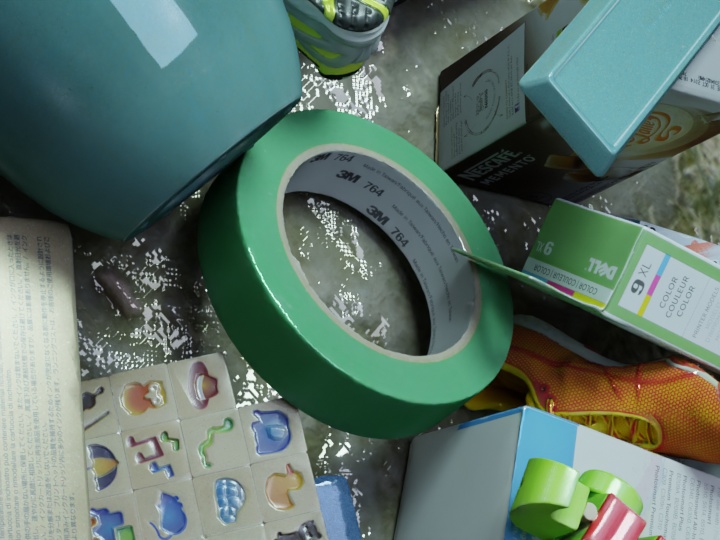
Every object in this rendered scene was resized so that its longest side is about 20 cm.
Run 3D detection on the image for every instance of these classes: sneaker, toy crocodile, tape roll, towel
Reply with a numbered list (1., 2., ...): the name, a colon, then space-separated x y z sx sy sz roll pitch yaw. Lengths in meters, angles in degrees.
1. sneaker: -0.063 -0.189 0.972 0.075 0.077 0.200 -27 65 -28
2. toy crocodile: 0.155 0.171 0.899 0.200 0.062 0.068 45 61 -13
3. tape roll: 0.000 0.000 0.982 0.200 0.048 0.201 24 46 -27
4. towel: -0.042 0.221 0.923 0.111 0.049 0.202 -3 75 -21
5. sneaker: 0.147 0.088 1.009 0.077 0.199 0.073 -45 132 -34

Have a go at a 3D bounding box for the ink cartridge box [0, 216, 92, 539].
1. ink cartridge box: -0.227 0.074 0.839 0.164 0.075 0.202 4 69 -29

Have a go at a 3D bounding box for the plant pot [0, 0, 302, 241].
1. plant pot: -0.126 -0.115 0.879 0.200 0.200 0.161 -41 93 -32

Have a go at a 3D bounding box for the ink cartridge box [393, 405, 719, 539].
1. ink cartridge box: 0.134 0.178 0.996 0.199 0.128 0.126 22 66 -23

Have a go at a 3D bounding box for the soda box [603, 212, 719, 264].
1. soda box: 0.241 0.015 1.134 0.199 0.068 0.064 15 92 -26

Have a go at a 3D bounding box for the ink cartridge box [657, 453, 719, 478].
1. ink cartridge box: 0.298 0.131 1.066 0.143 0.200 0.084 13 66 -27

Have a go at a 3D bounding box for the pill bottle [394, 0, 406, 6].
1. pill bottle: 0.028 -0.234 1.066 0.199 0.112 0.112 -29 91 -33

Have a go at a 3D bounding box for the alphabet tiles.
1. alphabet tiles: -0.101 0.149 0.899 0.166 0.008 0.201 -12 73 -10

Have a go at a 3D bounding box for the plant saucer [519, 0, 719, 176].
1. plant saucer: 0.166 -0.141 0.936 0.070 0.019 0.200 47 58 -10

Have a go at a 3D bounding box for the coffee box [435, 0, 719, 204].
1. coffee box: 0.144 -0.113 1.045 0.114 0.200 0.080 12 70 -27

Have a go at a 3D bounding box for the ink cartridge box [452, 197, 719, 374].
1. ink cartridge box: 0.166 0.007 1.002 0.199 0.104 0.060 24 92 -26
